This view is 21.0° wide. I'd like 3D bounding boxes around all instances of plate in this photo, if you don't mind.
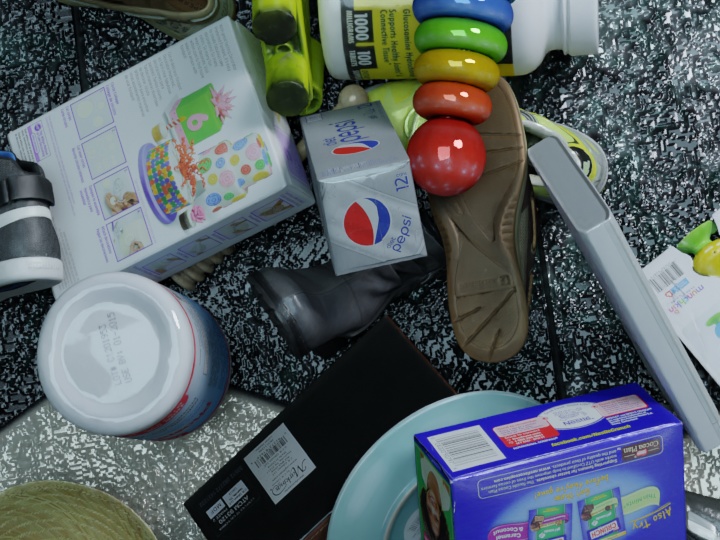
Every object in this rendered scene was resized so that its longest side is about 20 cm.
[{"bbox_3d":[0.072,0.177,1.351,0.200,0.200,0.026,-44,36,1],"label":"plate"}]

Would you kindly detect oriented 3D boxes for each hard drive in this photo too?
[{"bbox_3d":[0.182,0.016,1.318,0.026,0.132,0.200,-30,120,4],"label":"hard drive"}]

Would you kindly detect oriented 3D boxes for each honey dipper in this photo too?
[{"bbox_3d":[-0.068,-0.064,1.440,0.200,0.038,0.038,-43,80,12],"label":"honey dipper"}]

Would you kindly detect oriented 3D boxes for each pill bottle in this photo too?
[{"bbox_3d":[0.074,-0.197,1.416,0.199,0.112,0.113,-1,83,8],"label":"pill bottle"},{"bbox_3d":[-0.151,0.065,1.372,0.108,0.200,0.110,-1,83,8],"label":"pill bottle"}]

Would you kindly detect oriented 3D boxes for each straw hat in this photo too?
[{"bbox_3d":[-0.212,0.250,1.418,0.200,0.085,0.203,0,89,7],"label":"straw hat"}]

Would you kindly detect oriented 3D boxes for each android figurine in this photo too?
[{"bbox_3d":[-0.056,-0.207,1.405,0.041,0.183,0.201,-6,39,4],"label":"android figurine"}]

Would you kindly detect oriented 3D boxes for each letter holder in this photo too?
[{"bbox_3d":[0.001,0.160,1.402,0.200,0.142,0.101,-43,48,0],"label":"letter holder"}]

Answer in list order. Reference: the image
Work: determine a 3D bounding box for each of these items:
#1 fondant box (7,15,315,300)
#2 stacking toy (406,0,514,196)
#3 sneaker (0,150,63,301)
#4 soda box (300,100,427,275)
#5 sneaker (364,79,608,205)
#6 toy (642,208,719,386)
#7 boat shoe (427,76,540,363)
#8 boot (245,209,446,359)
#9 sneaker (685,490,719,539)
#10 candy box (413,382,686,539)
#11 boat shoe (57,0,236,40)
[{"bbox_3d":[-0.149,-0.075,1.429,0.199,0.058,0.145,-26,69,16],"label":"fondant box"},{"bbox_3d":[0.064,-0.150,1.310,0.085,0.085,0.201,8,82,8],"label":"stacking toy"},{"bbox_3d":[-0.291,-0.032,1.440,0.199,0.073,0.113,-11,79,40],"label":"sneaker"},{"bbox_3d":[0.000,-0.060,1.328,0.063,0.200,0.069,-12,107,-2],"label":"soda box"},{"bbox_3d":[0.084,-0.101,1.422,0.199,0.076,0.076,13,87,11],"label":"sneaker"},{"bbox_3d":[0.300,0.050,1.388,0.115,0.047,0.200,-37,75,-2],"label":"toy"},{"bbox_3d":[0.091,-0.035,1.357,0.072,0.072,0.201,-8,83,15],"label":"boat shoe"},{"bbox_3d":[0.000,0.000,1.361,0.131,0.200,0.070,-33,84,7],"label":"boot"},{"bbox_3d":[0.316,0.174,1.368,0.199,0.075,0.116,28,83,0],"label":"sneaker"},{"bbox_3d":[0.131,0.194,1.316,0.168,0.077,0.201,-12,113,-14],"label":"candy box"},{"bbox_3d":[-0.190,-0.233,1.481,0.199,0.063,0.074,19,87,10],"label":"boat shoe"}]
